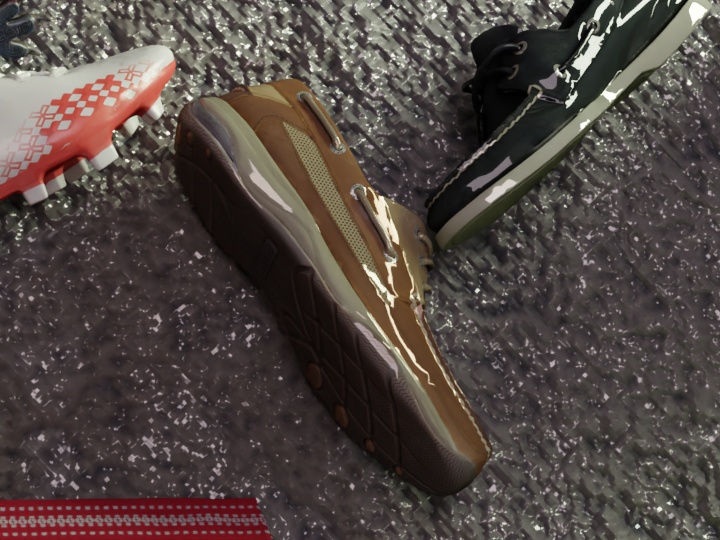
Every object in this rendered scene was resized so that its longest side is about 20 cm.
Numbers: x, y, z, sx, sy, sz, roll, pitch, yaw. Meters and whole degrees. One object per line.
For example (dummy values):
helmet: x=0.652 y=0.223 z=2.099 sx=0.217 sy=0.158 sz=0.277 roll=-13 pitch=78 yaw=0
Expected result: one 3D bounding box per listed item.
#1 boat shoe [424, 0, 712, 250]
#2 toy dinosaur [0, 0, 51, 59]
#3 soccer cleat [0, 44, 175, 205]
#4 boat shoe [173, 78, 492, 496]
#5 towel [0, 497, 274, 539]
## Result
boat shoe: x=0.080 y=-0.086 z=0.900 sx=0.066 sy=0.075 sz=0.199 roll=46 pitch=61 yaw=1
toy dinosaur: x=-0.180 y=-0.186 z=0.866 sx=0.199 sy=0.105 sz=0.182 roll=-22 pitch=56 yaw=-9
soccer cleat: x=-0.167 y=-0.056 z=0.824 sx=0.199 sy=0.069 sz=0.085 roll=-32 pitch=98 yaw=-19
boat shoe: x=0.000 y=0.000 z=0.850 sx=0.072 sy=0.076 sz=0.201 roll=-30 pitch=82 yaw=-25
towel: x=-0.086 y=0.139 z=0.731 sx=0.144 sy=0.200 sz=0.023 roll=2 pitch=113 yaw=-15
